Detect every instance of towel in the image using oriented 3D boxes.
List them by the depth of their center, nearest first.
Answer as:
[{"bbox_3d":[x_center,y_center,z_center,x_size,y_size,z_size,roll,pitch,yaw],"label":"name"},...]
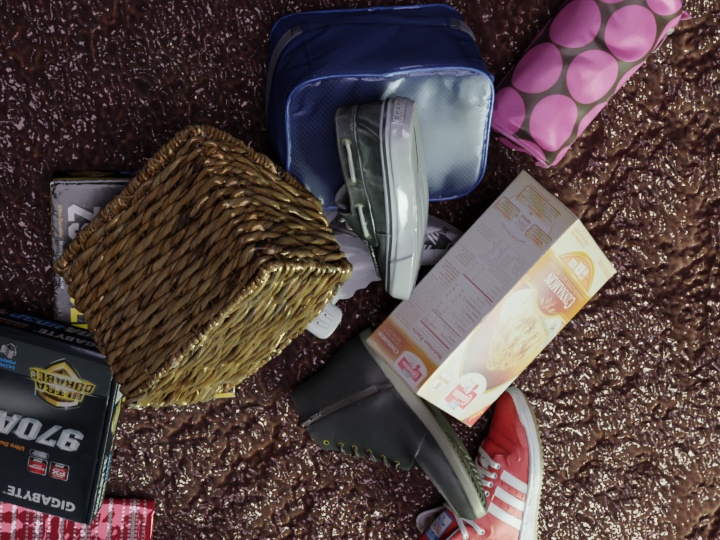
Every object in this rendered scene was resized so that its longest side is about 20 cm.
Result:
[{"bbox_3d":[-0.295,0.277,1.205,0.198,0.022,0.146,3,102,-15],"label":"towel"}]

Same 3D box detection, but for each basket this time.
[{"bbox_3d":[-0.121,-0.003,1.057,0.200,0.142,0.150,-43,67,25],"label":"basket"}]

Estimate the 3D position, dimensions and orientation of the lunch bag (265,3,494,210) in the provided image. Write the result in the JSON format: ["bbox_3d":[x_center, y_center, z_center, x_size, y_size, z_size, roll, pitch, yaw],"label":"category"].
[{"bbox_3d":[0.020,-0.146,1.094,0.198,0.133,0.137,-4,130,-12],"label":"lunch bag"}]

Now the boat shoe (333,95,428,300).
[{"bbox_3d":[0.015,-0.059,1.041,0.070,0.072,0.201,6,134,11],"label":"boat shoe"}]

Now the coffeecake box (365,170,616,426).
[{"bbox_3d":[0.120,0.031,1.155,0.200,0.073,0.153,-47,152,4],"label":"coffeecake box"}]

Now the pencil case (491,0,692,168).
[{"bbox_3d":[0.198,-0.183,1.149,0.094,0.091,0.200,39,97,-25],"label":"pencil case"}]

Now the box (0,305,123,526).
[{"bbox_3d":[-0.305,0.114,1.112,0.198,0.046,0.160,15,106,3],"label":"box"}]

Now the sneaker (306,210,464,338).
[{"bbox_3d":[0.000,0.000,1.165,0.198,0.075,0.116,9,104,-9],"label":"sneaker"}]

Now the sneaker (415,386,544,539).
[{"bbox_3d":[0.111,0.212,1.246,0.111,0.071,0.202,-5,108,-14],"label":"sneaker"}]

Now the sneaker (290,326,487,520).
[{"bbox_3d":[0.028,0.162,1.200,0.106,0.075,0.201,-37,81,7],"label":"sneaker"}]

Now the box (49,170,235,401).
[{"bbox_3d":[-0.189,0.013,1.141,0.158,0.049,0.202,0,105,-10],"label":"box"}]
